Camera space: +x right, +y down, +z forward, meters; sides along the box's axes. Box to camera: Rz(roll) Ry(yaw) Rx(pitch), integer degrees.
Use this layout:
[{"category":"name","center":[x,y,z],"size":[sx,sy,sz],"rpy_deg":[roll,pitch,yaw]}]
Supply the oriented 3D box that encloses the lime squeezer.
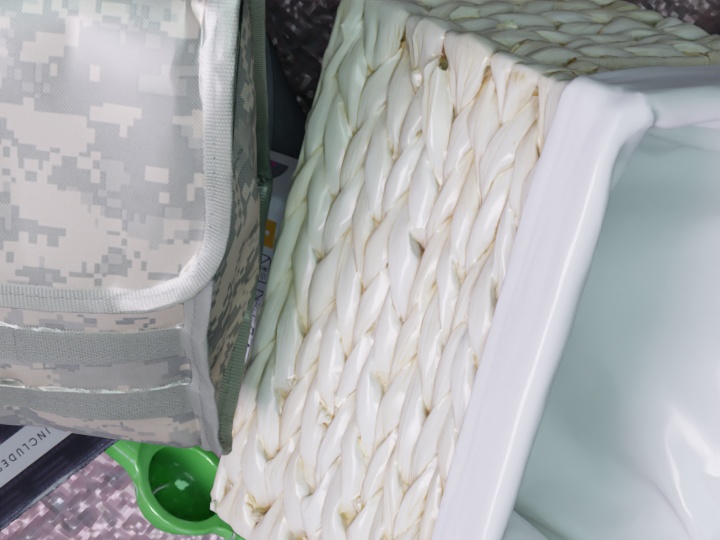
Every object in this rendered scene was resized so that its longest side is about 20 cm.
[{"category":"lime squeezer","center":[-0.063,0.084,0.978],"size":[0.038,0.071,0.200],"rpy_deg":[-55,133,-29]}]

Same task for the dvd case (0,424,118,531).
[{"category":"dvd case","center":[-0.169,0.000,0.910],"size":[0.149,0.016,0.200],"rpy_deg":[-38,83,-29]}]

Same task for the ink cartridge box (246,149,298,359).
[{"category":"ink cartridge box","center":[-0.100,-0.015,0.968],"size":[0.200,0.037,0.095],"rpy_deg":[20,119,21]}]

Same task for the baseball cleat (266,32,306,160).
[{"category":"baseball cleat","center":[0.000,0.000,0.999],"size":[0.106,0.070,0.200],"rpy_deg":[-13,111,-5]}]

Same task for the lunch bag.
[{"category":"lunch bag","center":[-0.109,-0.037,0.802],"size":[0.164,0.200,0.118],"rpy_deg":[7,63,3]}]

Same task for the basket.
[{"category":"basket","center":[0.053,0.015,0.887],"size":[0.136,0.123,0.200],"rpy_deg":[-5,118,-45]}]
